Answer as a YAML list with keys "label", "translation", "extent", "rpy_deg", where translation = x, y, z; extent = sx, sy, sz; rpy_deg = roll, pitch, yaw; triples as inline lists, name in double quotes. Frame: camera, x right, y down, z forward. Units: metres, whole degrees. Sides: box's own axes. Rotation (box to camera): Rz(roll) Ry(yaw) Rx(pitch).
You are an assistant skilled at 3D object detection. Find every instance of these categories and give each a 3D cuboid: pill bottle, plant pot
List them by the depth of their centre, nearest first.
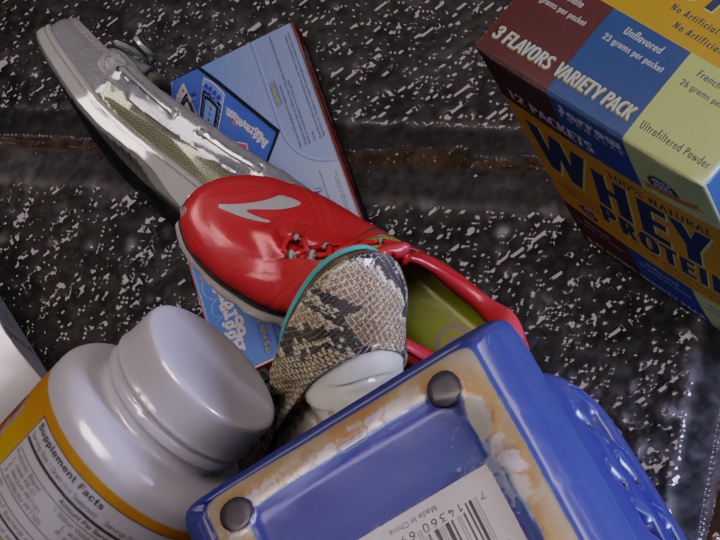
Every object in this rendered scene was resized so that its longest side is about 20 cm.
- label: "plant pot"
  translation: [0.048, 0.153, 0.908]
  extent: [0.199, 0.180, 0.200]
  rpy_deg: [-31, 57, 5]
- label: "pill bottle"
  translation: [-0.133, 0.111, 0.973]
  extent: [0.200, 0.109, 0.109]
  rpy_deg: [-45, 55, 18]

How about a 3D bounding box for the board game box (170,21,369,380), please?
- label: "board game box"
  translation: [-0.053, -0.038, 1.140]
  extent: [0.103, 0.019, 0.201]
  rpy_deg: [-24, 59, 9]

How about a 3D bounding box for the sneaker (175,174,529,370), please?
- label: "sneaker"
  translation: [0.000, 0.000, 1.029]
  extent: [0.199, 0.085, 0.077]
  rpy_deg: [26, 73, 7]

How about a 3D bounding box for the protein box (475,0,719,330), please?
- label: "protein box"
  translation: [0.190, -0.098, 0.962]
  extent: [0.135, 0.200, 0.199]
  rpy_deg: [36, 82, 32]

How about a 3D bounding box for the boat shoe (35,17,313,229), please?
- label: "boat shoe"
  translation: [-0.105, -0.076, 1.130]
  extent: [0.065, 0.075, 0.202]
  rpy_deg: [-41, 61, -10]

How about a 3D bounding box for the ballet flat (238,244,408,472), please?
- label: "ballet flat"
  translation: [-0.016, 0.068, 0.991]
  extent: [0.068, 0.200, 0.076]
  rpy_deg: [-9, 62, -28]

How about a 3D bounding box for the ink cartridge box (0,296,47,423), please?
- label: "ink cartridge box"
  translation: [-0.237, 0.099, 1.095]
  extent: [0.162, 0.050, 0.200]
  rpy_deg: [-39, 53, 1]
